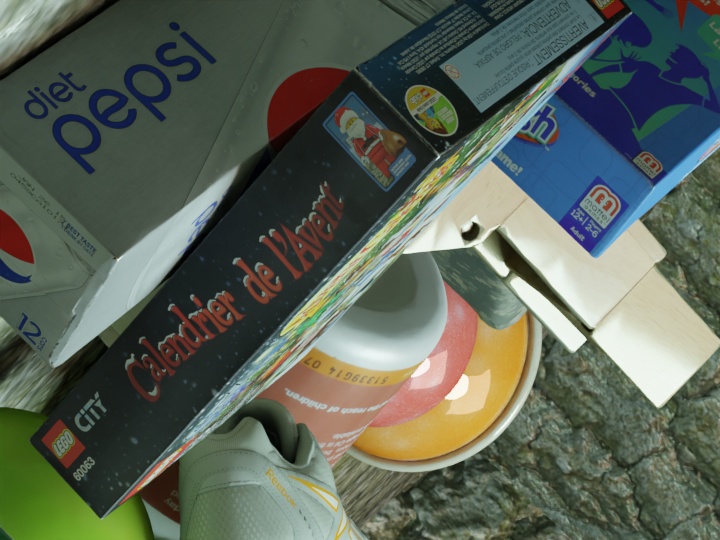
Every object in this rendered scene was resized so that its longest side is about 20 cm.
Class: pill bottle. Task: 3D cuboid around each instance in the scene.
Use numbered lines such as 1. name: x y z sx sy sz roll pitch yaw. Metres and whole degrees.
1. pill bottle: -0.058 0.056 1.320 0.200 0.112 0.112 -51 172 33

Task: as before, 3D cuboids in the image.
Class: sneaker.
1. sneaker: -0.030 0.100 1.219 0.076 0.092 0.200 -9 173 6

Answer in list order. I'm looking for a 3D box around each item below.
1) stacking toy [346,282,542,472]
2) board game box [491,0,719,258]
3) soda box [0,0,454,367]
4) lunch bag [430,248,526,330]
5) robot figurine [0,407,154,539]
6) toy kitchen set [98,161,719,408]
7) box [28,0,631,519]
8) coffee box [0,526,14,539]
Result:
1. stacking toy: 0.002 0.025 1.547 0.146 0.146 0.200 -47 158 7
2. board game box: 0.088 -0.107 1.104 0.200 0.152 0.045 -39 170 -50
3. soda box: -0.047 -0.056 0.928 0.200 0.068 0.063 -40 170 -41
4. lunch bag: 0.097 -0.085 1.441 0.200 0.118 0.164 -51 174 -9
5. robot figurine: -0.161 0.138 1.149 0.200 0.116 0.175 -48 165 8
6. toy kitchen set: 0.000 0.000 1.210 0.180 0.200 0.163 -46 -145 -2
7. box: -0.011 -0.014 0.953 0.200 0.038 0.137 -47 175 38
8. coffee box: -0.185 0.091 0.721 0.200 0.123 0.044 -41 170 -48
